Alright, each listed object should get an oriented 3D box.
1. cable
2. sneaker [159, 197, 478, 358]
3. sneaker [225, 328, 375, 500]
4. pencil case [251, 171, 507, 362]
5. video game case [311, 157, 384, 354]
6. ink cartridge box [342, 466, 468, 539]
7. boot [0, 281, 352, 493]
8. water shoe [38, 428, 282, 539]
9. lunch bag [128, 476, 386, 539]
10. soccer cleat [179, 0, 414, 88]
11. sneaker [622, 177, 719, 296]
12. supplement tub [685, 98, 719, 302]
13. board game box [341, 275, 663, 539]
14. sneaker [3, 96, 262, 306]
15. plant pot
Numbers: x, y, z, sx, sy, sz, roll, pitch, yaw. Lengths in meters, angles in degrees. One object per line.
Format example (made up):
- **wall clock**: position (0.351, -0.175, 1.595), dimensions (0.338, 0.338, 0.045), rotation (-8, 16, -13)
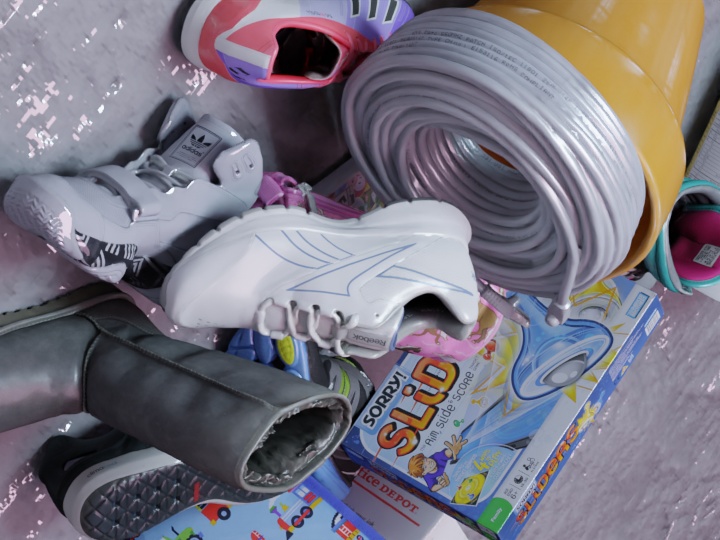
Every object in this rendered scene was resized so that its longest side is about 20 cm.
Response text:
- **cable**: position (0.083, -0.070, 1.531), dimensions (0.069, 0.200, 0.200), rotation (-51, 179, -28)
- **sneaker**: position (-0.019, 0.010, 1.491), dimensions (0.199, 0.087, 0.075), rotation (-8, 146, -14)
- **sneaker**: position (-0.037, 0.080, 1.713), dimensions (0.083, 0.071, 0.200), rotation (-58, 150, -24)
- **pencil case**: position (0.000, 0.000, 1.621), dimensions (0.199, 0.086, 0.083), rotation (19, 73, -34)
- **video game case**: position (0.040, -0.049, 1.745), dimensions (0.200, 0.018, 0.144), rotation (-39, 141, -28)
- **ink cartridge box**: position (-0.004, 0.202, 1.797), dimensions (0.200, 0.116, 0.068), rotation (-49, 144, -13)
- **boot**: position (-0.133, 0.084, 1.462), dimensions (0.182, 0.200, 0.073), rotation (-32, 138, -34)
- **water shoe**: position (-0.111, 0.110, 1.611), dimensions (0.199, 0.079, 0.072), rotation (-13, 128, -36)
- **lunch bag**: position (-0.051, 0.224, 1.669), dimensions (0.151, 0.200, 0.094), rotation (-46, 155, -17)
- **soccer cleat**: position (-0.022, -0.138, 1.544), dimensions (0.200, 0.073, 0.069), rotation (-5, 119, -51)
- **sneaker**: position (0.218, -0.020, 1.808), dimensions (0.084, 0.120, 0.200), rotation (-64, 154, -12)
- **supplement tub**: position (0.334, -0.071, 1.991), dimensions (0.145, 0.145, 0.201), rotation (7, 110, -54)
- **board game box**: position (0.097, 0.074, 1.715), dimensions (0.200, 0.135, 0.034), rotation (-55, 152, -14)
- **sneaker**: position (-0.128, -0.050, 1.480), dimensions (0.115, 0.075, 0.200), rotation (-59, 152, 0)
- **plant pot**: position (0.139, -0.125, 1.658), dimensions (0.184, 0.199, 0.201), rotation (-57, 151, -34)
